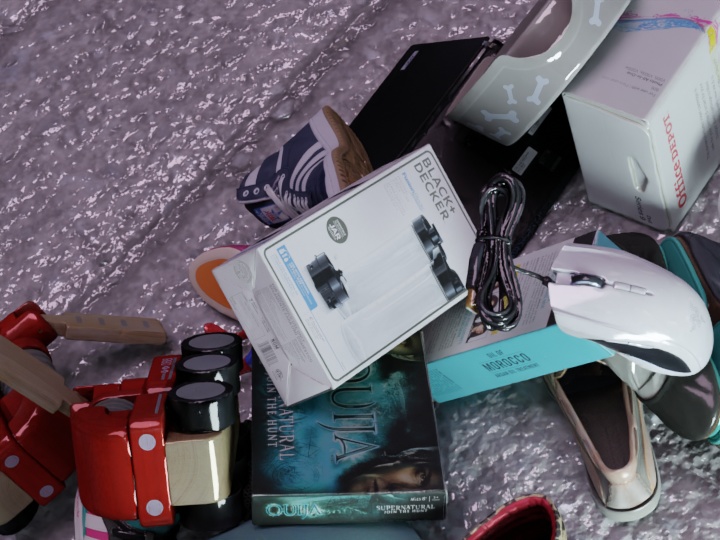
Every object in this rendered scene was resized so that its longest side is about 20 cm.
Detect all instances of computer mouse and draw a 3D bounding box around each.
[{"bbox_3d":[0.168,0.012,1.245,0.198,0.044,0.111,19,62,-15],"label":"computer mouse"}]

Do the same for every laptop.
[{"bbox_3d":[0.084,-0.104,1.561,0.199,0.103,0.178,34,70,8],"label":"laptop"}]

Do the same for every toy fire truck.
[{"bbox_3d":[-0.183,0.102,1.279,0.198,0.130,0.176,-5,15,0],"label":"toy fire truck"},{"bbox_3d":[-0.257,0.096,1.464,0.200,0.129,0.176,-40,43,-1],"label":"toy fire truck"}]

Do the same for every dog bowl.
[{"bbox_3d":[0.151,-0.186,1.444,0.058,0.200,0.201,38,69,-4],"label":"dog bowl"}]

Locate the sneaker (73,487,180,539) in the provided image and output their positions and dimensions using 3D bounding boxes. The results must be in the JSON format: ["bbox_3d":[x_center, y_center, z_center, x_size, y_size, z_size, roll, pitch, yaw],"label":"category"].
[{"bbox_3d":[-0.163,0.203,1.353,0.083,0.121,0.201,9,45,-27],"label":"sneaker"}]

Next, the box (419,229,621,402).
[{"bbox_3d":[0.117,0.038,1.357,0.199,0.049,0.083,-20,41,50],"label":"box"}]

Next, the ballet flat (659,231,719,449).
[{"bbox_3d":[0.277,0.051,1.348,0.072,0.073,0.201,-16,47,7],"label":"ballet flat"}]

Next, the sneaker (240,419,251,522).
[{"bbox_3d":[-0.050,0.115,1.408,0.113,0.076,0.201,11,65,18],"label":"sneaker"}]

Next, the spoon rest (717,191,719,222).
[{"bbox_3d":[0.365,-0.074,1.404,0.199,0.061,0.100,-33,95,-11],"label":"spoon rest"}]

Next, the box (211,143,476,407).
[{"bbox_3d":[0.000,0.000,1.314,0.199,0.117,0.060,-31,4,-42],"label":"box"}]

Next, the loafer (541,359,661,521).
[{"bbox_3d":[0.178,0.090,1.353,0.071,0.063,0.201,-19,52,4],"label":"loafer"}]

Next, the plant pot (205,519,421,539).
[{"bbox_3d":[-0.041,0.253,1.240,0.187,0.201,0.200,-32,50,-24],"label":"plant pot"}]

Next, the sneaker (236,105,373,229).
[{"bbox_3d":[-0.042,-0.057,1.479,0.108,0.070,0.200,-38,24,11],"label":"sneaker"}]

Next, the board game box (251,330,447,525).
[{"bbox_3d":[-0.012,0.108,1.288,0.134,0.028,0.201,-1,31,-3],"label":"board game box"}]

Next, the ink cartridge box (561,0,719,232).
[{"bbox_3d":[0.257,-0.156,1.450,0.087,0.146,0.201,22,65,31],"label":"ink cartridge box"}]

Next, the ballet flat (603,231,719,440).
[{"bbox_3d":[0.209,0.047,1.336,0.068,0.068,0.201,13,36,-23],"label":"ballet flat"}]

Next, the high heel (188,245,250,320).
[{"bbox_3d":[-0.049,0.001,1.516,0.198,0.068,0.096,-1,15,37],"label":"high heel"}]

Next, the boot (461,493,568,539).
[{"bbox_3d":[0.089,0.254,1.210,0.073,0.151,0.200,32,70,34],"label":"boot"}]

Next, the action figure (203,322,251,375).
[{"bbox_3d":[-0.070,0.025,1.415,0.199,0.099,0.066,-25,47,36],"label":"action figure"}]
